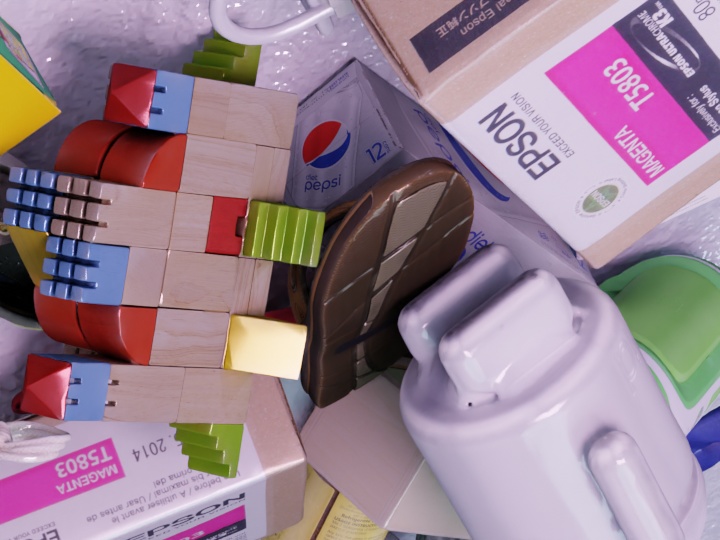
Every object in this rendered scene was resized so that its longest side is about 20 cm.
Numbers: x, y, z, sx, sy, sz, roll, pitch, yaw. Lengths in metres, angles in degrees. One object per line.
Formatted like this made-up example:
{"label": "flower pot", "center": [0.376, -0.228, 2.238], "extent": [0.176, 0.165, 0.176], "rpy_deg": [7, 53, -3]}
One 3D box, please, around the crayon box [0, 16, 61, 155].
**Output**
{"label": "crayon box", "center": [-0.248, -0.079, 1.143], "extent": [0.172, 0.058, 0.200], "rpy_deg": [-34, 145, 8]}

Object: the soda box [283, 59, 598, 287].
{"label": "soda box", "center": [0.037, -0.027, 1.397], "extent": [0.068, 0.064, 0.200], "rpy_deg": [-38, 143, 16]}

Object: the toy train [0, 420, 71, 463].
{"label": "toy train", "center": [-0.212, 0.043, 1.240], "extent": [0.150, 0.200, 0.056], "rpy_deg": [-7, 102, -26]}

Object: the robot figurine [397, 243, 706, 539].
{"label": "robot figurine", "center": [0.093, 0.084, 1.314], "extent": [0.113, 0.170, 0.200], "rpy_deg": [-35, 120, -9]}

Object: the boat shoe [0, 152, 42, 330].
{"label": "boat shoe", "center": [-0.136, 0.001, 1.313], "extent": [0.072, 0.060, 0.201], "rpy_deg": [-40, 146, 17]}

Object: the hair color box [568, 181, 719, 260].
{"label": "hair color box", "center": [0.127, -0.100, 1.369], "extent": [0.100, 0.061, 0.200], "rpy_deg": [-25, 145, -6]}

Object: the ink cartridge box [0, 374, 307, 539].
{"label": "ink cartridge box", "center": [-0.129, 0.114, 1.401], "extent": [0.199, 0.075, 0.165], "rpy_deg": [-20, 167, -6]}

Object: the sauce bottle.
{"label": "sauce bottle", "center": [-0.001, 0.110, 1.537], "extent": [0.066, 0.066, 0.200], "rpy_deg": [1, 131, -35]}

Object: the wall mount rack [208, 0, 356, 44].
{"label": "wall mount rack", "center": [0.006, -0.187, 1.176], "extent": [0.199, 0.075, 0.174], "rpy_deg": [-28, 148, -2]}

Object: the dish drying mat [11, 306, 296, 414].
{"label": "dish drying mat", "center": [-0.073, 0.041, 1.411], "extent": [0.199, 0.018, 0.077], "rpy_deg": [-14, 171, -32]}

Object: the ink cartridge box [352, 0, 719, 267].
{"label": "ink cartridge box", "center": [0.116, -0.105, 1.221], "extent": [0.165, 0.075, 0.200], "rpy_deg": [-37, 147, 10]}

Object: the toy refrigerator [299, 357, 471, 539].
{"label": "toy refrigerator", "center": [0.063, 0.095, 1.473], "extent": [0.200, 0.076, 0.070], "rpy_deg": [14, 111, -52]}

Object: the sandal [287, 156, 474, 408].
{"label": "sandal", "center": [0.000, 0.000, 1.311], "extent": [0.082, 0.055, 0.200], "rpy_deg": [-28, 161, -17]}

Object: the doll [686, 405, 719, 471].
{"label": "doll", "center": [0.159, 0.113, 1.620], "extent": [0.199, 0.049, 0.136], "rpy_deg": [-23, 162, 27]}

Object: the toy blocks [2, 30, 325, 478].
{"label": "toy blocks", "center": [-0.098, -0.013, 1.215], "extent": [0.136, 0.100, 0.201], "rpy_deg": [6, 94, -54]}

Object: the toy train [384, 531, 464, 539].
{"label": "toy train", "center": [0.034, 0.209, 1.614], "extent": [0.200, 0.114, 0.085], "rpy_deg": [-26, 151, 35]}

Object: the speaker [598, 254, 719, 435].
{"label": "speaker", "center": [0.147, 0.051, 1.475], "extent": [0.088, 0.088, 0.200], "rpy_deg": [-48, 174, 25]}
